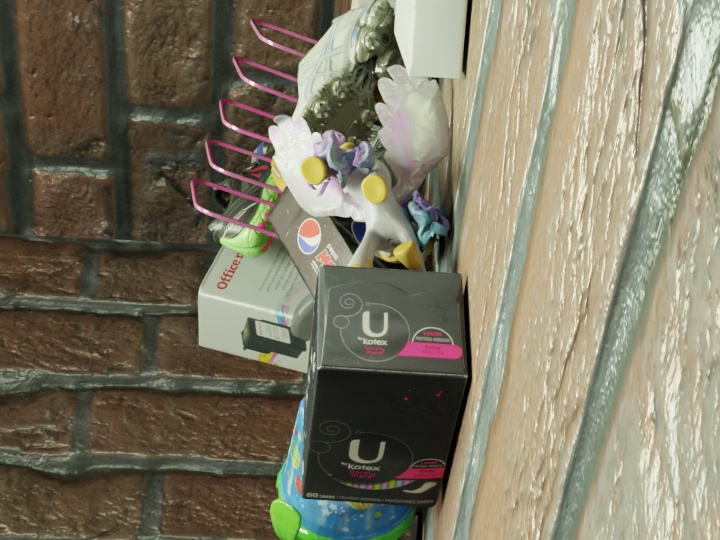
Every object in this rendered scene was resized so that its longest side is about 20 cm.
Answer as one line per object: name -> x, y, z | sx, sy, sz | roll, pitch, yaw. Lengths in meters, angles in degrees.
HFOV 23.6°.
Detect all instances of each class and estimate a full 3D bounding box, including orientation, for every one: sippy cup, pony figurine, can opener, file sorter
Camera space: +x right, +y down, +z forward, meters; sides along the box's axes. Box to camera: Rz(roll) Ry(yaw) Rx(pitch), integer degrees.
sippy cup -> -0.009, 0.168, 1.580 | 0.131, 0.139, 0.179 | 92, -179, -47
pony figurine -> 0.008, -0.071, 1.505 | 0.194, 0.166, 0.200 | 67, -166, 1
can opener -> -0.005, 0.015, 1.804 | 0.200, 0.066, 0.053 | -53, 23, 29
file sorter -> -0.088, -0.147, 1.796 | 0.139, 0.125, 0.201 | -117, 47, -69

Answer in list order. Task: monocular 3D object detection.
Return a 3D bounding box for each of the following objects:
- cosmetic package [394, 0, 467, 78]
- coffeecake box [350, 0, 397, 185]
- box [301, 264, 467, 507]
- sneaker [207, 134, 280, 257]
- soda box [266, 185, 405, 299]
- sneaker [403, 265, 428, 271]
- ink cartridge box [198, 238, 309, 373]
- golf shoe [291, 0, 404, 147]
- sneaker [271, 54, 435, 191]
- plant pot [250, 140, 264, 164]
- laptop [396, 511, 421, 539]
cosmetic package -> 0.063, -0.264, 1.520 | 0.200, 0.051, 0.152 | -98, 13, -71
coffeecake box -> 0.022, -0.207, 1.916 | 0.201, 0.072, 0.154 | -91, 7, -45
box -> 0.016, 0.099, 1.423 | 0.201, 0.121, 0.107 | 97, 175, -52
sneaker -> -0.124, -0.098, 1.961 | 0.201, 0.083, 0.077 | -70, -13, -50
soda box -> -0.010, -0.004, 1.606 | 0.071, 0.063, 0.201 | -53, 51, 29
sneaker -> 0.000, 0.000, 1.708 | 0.090, 0.067, 0.200 | -57, 30, 10
ink cartridge box -> -0.070, 0.035, 1.958 | 0.146, 0.199, 0.083 | -65, -15, -49
golf shoe -> -0.029, -0.170, 1.647 | 0.078, 0.097, 0.201 | 49, -119, -34
sneaker -> 0.005, -0.140, 1.707 | 0.088, 0.200, 0.076 | 39, -162, -41
plant pot -> -0.061, -0.065, 2.287 | 0.200, 0.178, 0.201 | 103, 168, -68
laptop -> -0.043, 0.308, 1.671 | 0.177, 0.103, 0.201 | 21, 114, 41
